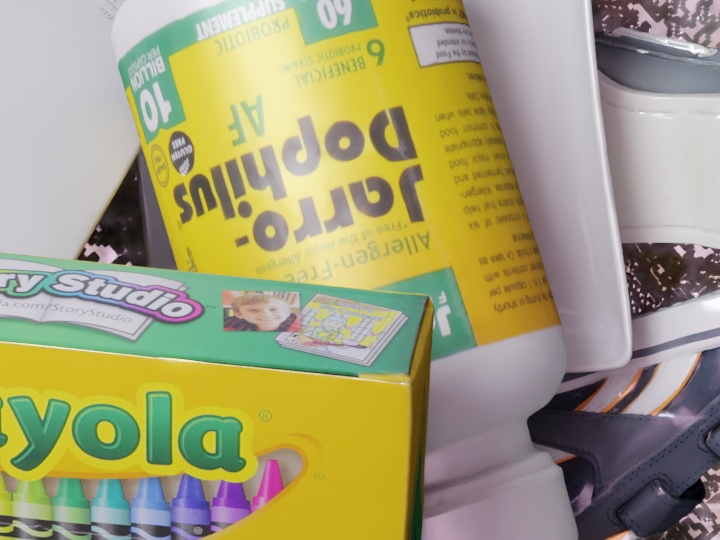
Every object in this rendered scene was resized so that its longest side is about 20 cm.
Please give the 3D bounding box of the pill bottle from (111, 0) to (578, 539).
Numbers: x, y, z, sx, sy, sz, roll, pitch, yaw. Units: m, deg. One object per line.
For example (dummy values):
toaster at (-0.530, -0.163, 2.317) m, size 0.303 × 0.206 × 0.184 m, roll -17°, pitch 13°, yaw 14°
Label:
pill bottle at (0.000, 0.000, 0.739) m, size 0.112 × 0.113 × 0.202 m, roll -17°, pitch 86°, yaw 11°

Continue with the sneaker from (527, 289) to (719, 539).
sneaker at (0.100, 0.052, 0.811) m, size 0.199 × 0.078 × 0.080 m, roll -19°, pitch 86°, yaw 22°

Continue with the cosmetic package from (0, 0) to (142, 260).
cosmetic package at (-0.134, -0.048, 0.757) m, size 0.113 × 0.200 × 0.081 m, roll 41°, pitch 122°, yaw -10°

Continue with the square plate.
square plate at (0.002, -0.063, 0.814) m, size 0.197 × 0.028 × 0.202 m, roll -4°, pitch 94°, yaw 34°

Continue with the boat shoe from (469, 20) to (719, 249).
boat shoe at (0.095, -0.047, 0.811) m, size 0.199 × 0.062 × 0.073 m, roll 12°, pitch 108°, yaw 29°

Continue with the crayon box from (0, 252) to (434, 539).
crayon box at (-0.083, 0.084, 0.671) m, size 0.198 × 0.058 × 0.174 m, roll 5°, pitch 119°, yaw 6°
